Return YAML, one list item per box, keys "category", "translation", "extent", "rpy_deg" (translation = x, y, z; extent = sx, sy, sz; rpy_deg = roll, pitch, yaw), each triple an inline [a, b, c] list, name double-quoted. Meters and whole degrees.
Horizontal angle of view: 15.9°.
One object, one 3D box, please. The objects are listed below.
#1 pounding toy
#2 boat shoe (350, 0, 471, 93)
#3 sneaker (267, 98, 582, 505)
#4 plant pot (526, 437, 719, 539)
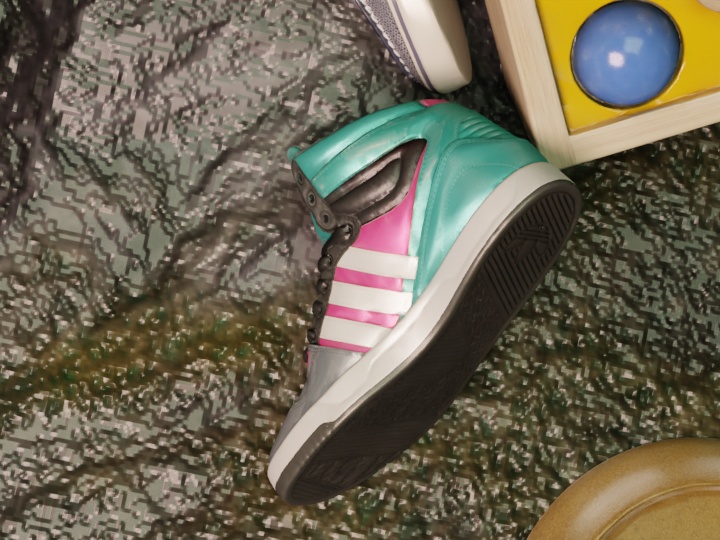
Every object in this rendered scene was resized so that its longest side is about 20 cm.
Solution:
- category: "pounding toy"
  translation: [0.150, -0.162, 1.136]
  extent: [0.199, 0.142, 0.185]
  rpy_deg: [-16, 117, 1]
- category: "boat shoe"
  translation: [-0.025, -0.163, 1.202]
  extent: [0.092, 0.075, 0.201]
  rpy_deg: [-23, 99, 15]
- category: "sneaker"
  translation: [0.000, 0.000, 1.178]
  extent: [0.200, 0.083, 0.121]
  rpy_deg: [-51, 58, 17]
- category: "plant pot"
  translation: [0.164, 0.179, 1.218]
  extent: [0.199, 0.027, 0.202]
  rpy_deg: [1, 85, -11]
